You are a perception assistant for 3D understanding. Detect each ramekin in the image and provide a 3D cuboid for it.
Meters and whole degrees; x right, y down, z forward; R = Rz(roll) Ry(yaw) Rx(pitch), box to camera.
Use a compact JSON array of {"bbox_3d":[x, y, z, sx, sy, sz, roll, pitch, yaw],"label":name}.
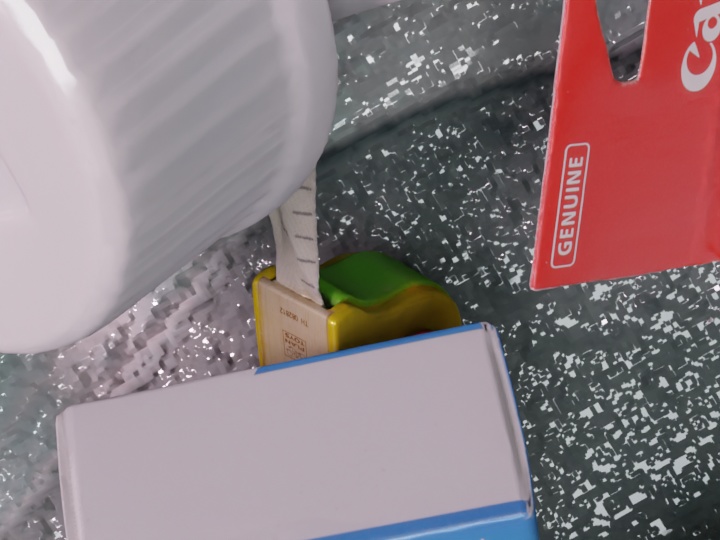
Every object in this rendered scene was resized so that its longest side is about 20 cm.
[{"bbox_3d":[-0.114,-0.071,0.846,0.200,0.098,0.201,25,139,24],"label":"ramekin"}]

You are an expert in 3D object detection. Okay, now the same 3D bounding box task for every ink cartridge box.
[{"bbox_3d":[0.145,-0.089,0.907,0.176,0.045,0.201,-9,114,-36],"label":"ink cartridge box"},{"bbox_3d":[-0.009,0.121,0.947,0.146,0.086,0.200,-12,137,0],"label":"ink cartridge box"}]

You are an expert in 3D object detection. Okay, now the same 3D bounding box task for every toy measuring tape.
[{"bbox_3d":[0.000,0.000,0.942,0.073,0.074,0.201,-6,130,-3],"label":"toy measuring tape"}]

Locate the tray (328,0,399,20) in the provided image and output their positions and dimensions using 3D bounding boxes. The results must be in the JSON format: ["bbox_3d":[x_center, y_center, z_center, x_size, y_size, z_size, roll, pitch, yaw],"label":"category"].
[{"bbox_3d":[-0.063,-0.109,0.865,0.108,0.200,0.022,55,53,-20],"label":"tray"}]
